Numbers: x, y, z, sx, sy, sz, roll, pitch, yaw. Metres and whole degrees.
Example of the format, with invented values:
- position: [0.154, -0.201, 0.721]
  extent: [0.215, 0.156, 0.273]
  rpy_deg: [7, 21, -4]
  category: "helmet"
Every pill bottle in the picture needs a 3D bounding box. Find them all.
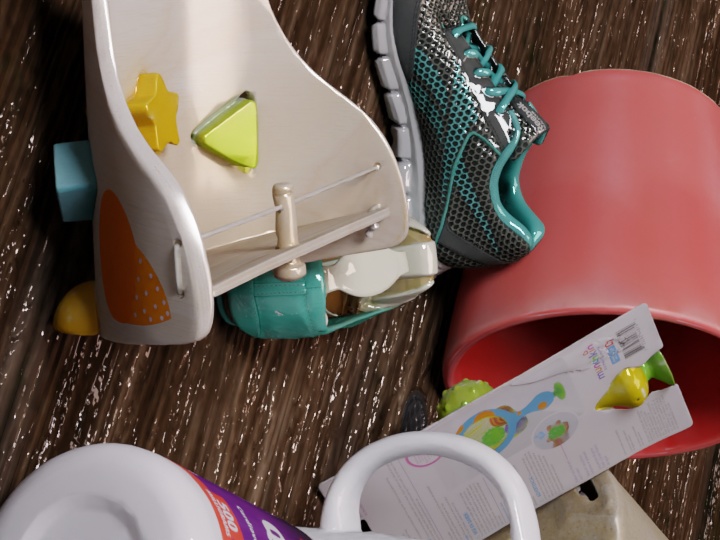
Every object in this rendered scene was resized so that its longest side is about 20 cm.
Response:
- position: [-0.074, 0.151, 1.112]
  extent: [0.200, 0.112, 0.113]
  rpy_deg: [37, 59, -60]
  category: "pill bottle"

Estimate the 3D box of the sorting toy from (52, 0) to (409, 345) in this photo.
- position: [-0.077, -0.075, 1.118]
  extent: [0.200, 0.106, 0.181]
  rpy_deg: [-25, 107, -62]
  category: "sorting toy"

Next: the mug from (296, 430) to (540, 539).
- position: [0.028, 0.180, 1.258]
  extent: [0.147, 0.174, 0.202]
  rpy_deg: [20, 74, -64]
  category: "mug"

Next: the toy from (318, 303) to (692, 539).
- position: [0.077, 0.088, 1.399]
  extent: [0.115, 0.199, 0.047]
  rpy_deg: [62, 2, -47]
  category: "toy"

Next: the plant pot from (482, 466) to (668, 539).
- position: [0.126, 0.210, 1.484]
  extent: [0.184, 0.199, 0.201]
  rpy_deg: [57, 41, -35]
  category: "plant pot"

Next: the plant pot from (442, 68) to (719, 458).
- position: [0.149, -0.008, 1.513]
  extent: [0.201, 0.199, 0.178]
  rpy_deg: [52, 36, -54]
  category: "plant pot"

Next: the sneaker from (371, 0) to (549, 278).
- position: [0.061, -0.093, 1.409]
  extent: [0.078, 0.091, 0.201]
  rpy_deg: [-37, 125, -60]
  category: "sneaker"

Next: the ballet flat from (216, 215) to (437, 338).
- position: [0.000, 0.000, 1.308]
  extent: [0.200, 0.070, 0.068]
  rpy_deg: [-20, 109, -64]
  category: "ballet flat"
